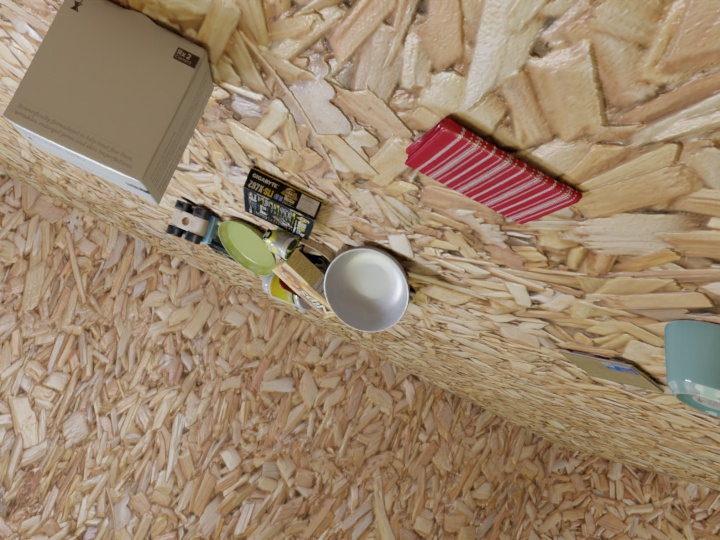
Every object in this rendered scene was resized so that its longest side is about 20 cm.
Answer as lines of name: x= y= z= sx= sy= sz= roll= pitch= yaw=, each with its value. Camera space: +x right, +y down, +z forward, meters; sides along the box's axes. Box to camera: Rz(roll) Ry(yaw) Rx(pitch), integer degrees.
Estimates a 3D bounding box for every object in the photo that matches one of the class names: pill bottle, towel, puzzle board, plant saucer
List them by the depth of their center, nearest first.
towel: x=0.160 y=-0.121 z=0.847 sx=0.196 sy=0.023 sz=0.144 roll=25 pitch=167 yaw=-12
puzzle board: x=0.577 y=0.228 z=1.553 sx=0.149 sy=0.018 sz=0.198 roll=33 pitch=165 yaw=-30
plant saucer: x=-0.312 y=-0.070 z=1.897 sx=0.197 sy=0.031 sz=0.202 roll=26 pitch=146 yaw=19
pill bottle: x=-0.234 y=0.056 z=2.236 sx=0.197 sy=0.115 sz=0.112 roll=15 pitch=166 yaw=41

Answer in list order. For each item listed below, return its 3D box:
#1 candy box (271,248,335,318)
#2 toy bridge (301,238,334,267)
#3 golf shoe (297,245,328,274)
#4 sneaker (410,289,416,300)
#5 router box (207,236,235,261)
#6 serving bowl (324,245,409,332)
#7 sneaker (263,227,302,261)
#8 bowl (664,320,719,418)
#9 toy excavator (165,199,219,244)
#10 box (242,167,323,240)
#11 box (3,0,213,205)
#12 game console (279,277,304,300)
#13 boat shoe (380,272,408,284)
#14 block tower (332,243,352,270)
candy box: x=-0.129 y=0.038 z=1.762 sx=0.199 sy=0.056 sz=0.115 roll=43 pitch=157 yaw=-14
toy bridge: x=-0.116 y=-0.056 z=1.704 sx=0.066 sy=0.028 sz=0.199 roll=10 pitch=161 yaw=45
golf shoe: x=-0.105 y=0.002 z=1.822 sx=0.197 sy=0.074 sz=0.092 roll=29 pitch=166 yaw=-17
sneaker: x=0.094 y=0.090 z=1.764 sx=0.076 sy=0.088 sz=0.200 roll=22 pitch=169 yaw=5
router box: x=-0.398 y=-0.062 z=2.199 sx=0.196 sy=0.053 sz=0.157 roll=23 pitch=169 yaw=7
serving bowl: x=0.020 y=0.033 z=1.511 sx=0.196 sy=0.204 sz=0.066 roll=23 pitch=-152 yaw=7
sneaker: x=-0.181 y=-0.070 z=1.561 sx=0.075 sy=0.076 sz=0.200 roll=32 pitch=175 yaw=-4
bowl: x=0.572 y=0.169 z=1.071 sx=0.197 sy=0.107 sz=0.201 roll=23 pitch=168 yaw=5
toy excavator: x=-0.438 y=-0.122 z=1.971 sx=0.190 sy=0.102 sz=0.200 roll=21 pitch=-178 yaw=15
box: x=-0.164 y=-0.133 z=1.403 sx=0.156 sy=0.050 sz=0.200 roll=23 pitch=169 yaw=-4
box: x=-0.329 y=-0.231 z=0.916 sx=0.195 sy=0.204 sz=0.131 roll=24 pitch=169 yaw=-3
game console: x=-0.173 y=0.027 z=1.961 sx=0.198 sy=0.121 sz=0.171 roll=32 pitch=166 yaw=-30
boat shoe: x=0.072 y=0.058 z=1.619 sx=0.072 sy=0.077 sz=0.201 roll=13 pitch=151 yaw=-1
block tower: x=0.000 y=0.000 z=1.641 sx=0.057 sy=0.055 sz=0.200 roll=19 pitch=168 yaw=25
